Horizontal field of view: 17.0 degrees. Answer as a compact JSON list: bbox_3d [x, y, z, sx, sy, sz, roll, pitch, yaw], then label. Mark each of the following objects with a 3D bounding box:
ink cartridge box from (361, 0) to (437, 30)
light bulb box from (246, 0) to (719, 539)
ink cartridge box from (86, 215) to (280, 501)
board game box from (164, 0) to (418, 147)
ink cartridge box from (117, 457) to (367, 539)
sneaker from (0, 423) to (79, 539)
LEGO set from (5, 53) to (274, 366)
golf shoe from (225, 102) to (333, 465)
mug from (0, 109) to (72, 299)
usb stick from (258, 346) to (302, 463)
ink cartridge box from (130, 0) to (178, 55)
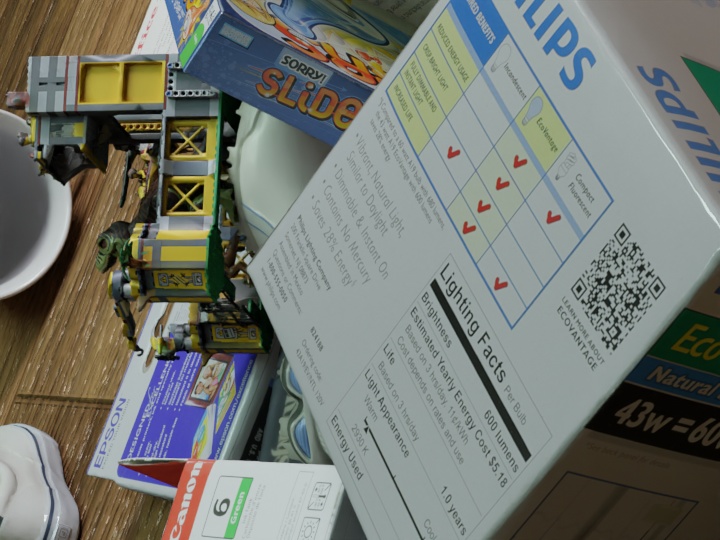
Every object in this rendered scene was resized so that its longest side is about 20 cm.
[{"bbox_3d":[0.006,-0.179,1.199,0.145,0.200,0.084,-24,44,69],"label":"ink cartridge box"},{"bbox_3d":[0.082,0.006,0.903,0.200,0.125,0.198,-53,43,28],"label":"light bulb box"},{"bbox_3d":[-0.074,0.040,1.378,0.200,0.043,0.198,1,69,63],"label":"ink cartridge box"},{"bbox_3d":[0.002,-0.091,1.136,0.034,0.200,0.135,-56,25,19],"label":"board game box"},{"bbox_3d":[-0.025,0.124,1.069,0.200,0.109,0.050,-5,64,55],"label":"ink cartridge box"},{"bbox_3d":[-0.241,0.142,1.609,0.073,0.071,0.200,-65,23,2],"label":"sneaker"},{"bbox_3d":[-0.114,-0.031,1.218,0.200,0.116,0.154,29,-119,-80],"label":"LEGO set"},{"bbox_3d":[0.000,0.000,1.149,0.097,0.078,0.200,-1,106,51],"label":"golf shoe"},{"bbox_3d":[-0.291,-0.061,1.855,0.200,0.148,0.175,-40,9,-16],"label":"mug"},{"bbox_3d":[-0.027,0.092,1.225,0.055,0.033,0.200,-8,56,29],"label":"usb stick"},{"bbox_3d":[-0.044,-0.132,1.374,0.200,0.125,0.129,4,71,67],"label":"ink cartridge box"}]
